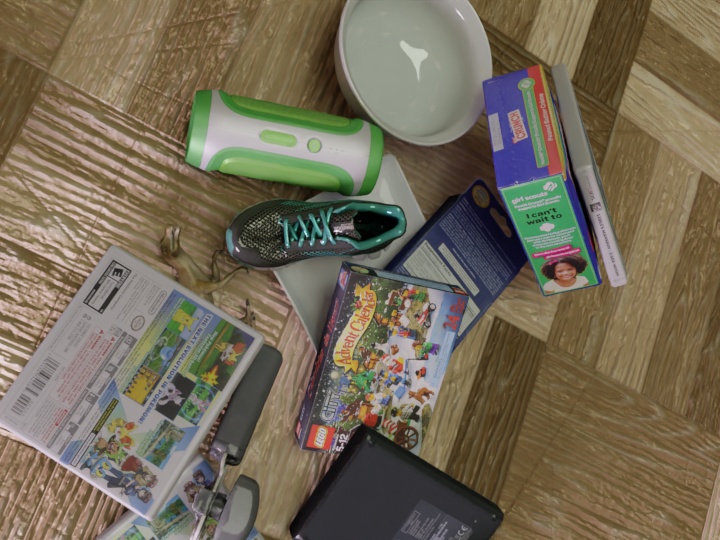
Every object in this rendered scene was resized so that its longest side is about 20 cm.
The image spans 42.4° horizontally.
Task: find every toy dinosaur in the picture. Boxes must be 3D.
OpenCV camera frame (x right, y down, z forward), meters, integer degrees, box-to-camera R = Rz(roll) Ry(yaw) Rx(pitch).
[{"bbox_3d":[-0.160,0.053,0.956,0.100,0.058,0.203,-7,87,-11],"label":"toy dinosaur"}]

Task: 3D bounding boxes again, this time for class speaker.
[{"bbox_3d":[-0.080,-0.132,0.973,0.197,0.088,0.090,9,80,-15],"label":"speaker"}]

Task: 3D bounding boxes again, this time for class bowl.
[{"bbox_3d":[0.046,-0.233,1.055,0.199,0.090,0.204,4,82,-27],"label":"bowl"}]

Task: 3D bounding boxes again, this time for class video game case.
[{"bbox_3d":[-0.184,0.317,0.915,0.199,0.022,0.183,-39,101,-24],"label":"video game case"},{"bbox_3d":[0.265,-0.112,1.075,0.201,0.023,0.183,-88,155,-46],"label":"video game case"},{"bbox_3d":[-0.218,0.102,0.885,0.181,0.022,0.201,30,72,7],"label":"video game case"}]

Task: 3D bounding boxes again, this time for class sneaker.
[{"bbox_3d":[-0.039,-0.046,0.959,0.198,0.091,0.079,-9,87,-26],"label":"sneaker"}]

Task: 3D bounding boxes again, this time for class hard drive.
[{"bbox_3d":[0.041,0.271,1.002,0.199,0.033,0.140,34,95,-22],"label":"hard drive"}]

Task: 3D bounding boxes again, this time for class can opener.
[{"bbox_3d":[-0.111,0.175,0.906,0.066,0.053,0.202,23,66,-2],"label":"can opener"}]

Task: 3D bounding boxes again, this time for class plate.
[{"bbox_3d":[0.000,0.000,1.042,0.199,0.032,0.202,-31,98,-26],"label":"plate"}]

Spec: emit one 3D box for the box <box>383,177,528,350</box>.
[{"bbox_3d":[0.104,0.002,1.059,0.200,0.032,0.122,-46,107,-23],"label":"box"}]

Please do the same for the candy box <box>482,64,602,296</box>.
[{"bbox_3d":[0.205,-0.099,1.043,0.200,0.076,0.171,54,28,-46],"label":"candy box"}]

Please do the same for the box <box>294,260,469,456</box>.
[{"bbox_3d":[0.021,0.102,0.983,0.135,0.038,0.202,11,105,-19],"label":"box"}]
